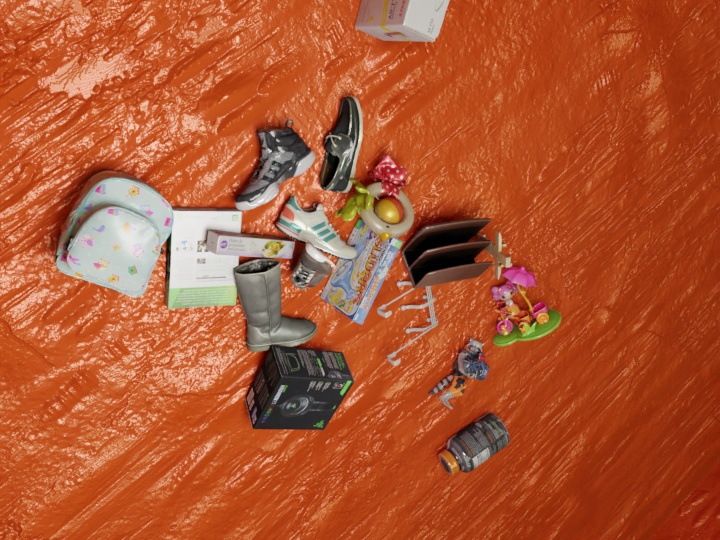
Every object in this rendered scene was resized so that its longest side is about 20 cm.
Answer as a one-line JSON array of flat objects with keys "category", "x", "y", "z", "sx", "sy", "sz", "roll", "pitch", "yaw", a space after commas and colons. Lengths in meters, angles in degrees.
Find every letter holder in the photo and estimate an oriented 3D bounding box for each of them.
[{"category": "letter holder", "x": 0.221, "y": -0.045, "z": 1.506, "sx": 0.197, "sy": 0.142, "sz": 0.102, "roll": -9, "pitch": 68, "yaw": -27}]

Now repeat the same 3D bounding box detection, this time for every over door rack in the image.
[{"category": "over door rack", "x": 0.109, "y": 0.110, "z": 1.548, "sx": 0.199, "sy": 0.066, "sz": 0.150, "roll": -37, "pitch": 124, "yaw": -39}]

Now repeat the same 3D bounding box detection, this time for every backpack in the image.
[{"category": "backpack", "x": -0.429, "y": -0.069, "z": 1.130, "sx": 0.174, "sy": 0.153, "sz": 0.203, "roll": 24, "pitch": 88, "yaw": -29}]

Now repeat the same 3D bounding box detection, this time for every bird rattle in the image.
[{"category": "bird rattle", "x": 0.046, "y": -0.144, "z": 1.366, "sx": 0.199, "sy": 0.113, "sz": 0.164, "roll": -31, "pitch": 81, "yaw": -45}]

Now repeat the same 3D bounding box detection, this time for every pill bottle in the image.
[{"category": "pill bottle", "x": 0.315, "y": 0.496, "z": 1.794, "sx": 0.198, "sy": 0.106, "sz": 0.108, "roll": -27, "pitch": 119, "yaw": -19}]

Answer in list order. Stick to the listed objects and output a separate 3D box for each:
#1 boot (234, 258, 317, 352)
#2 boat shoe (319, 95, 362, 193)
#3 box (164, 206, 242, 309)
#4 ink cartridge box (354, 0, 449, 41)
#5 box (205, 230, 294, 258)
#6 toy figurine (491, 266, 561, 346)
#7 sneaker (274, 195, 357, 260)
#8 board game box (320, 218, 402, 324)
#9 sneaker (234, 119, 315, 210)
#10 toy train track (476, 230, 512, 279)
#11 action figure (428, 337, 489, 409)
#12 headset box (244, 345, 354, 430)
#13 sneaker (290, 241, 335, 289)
[{"category": "boot", "x": -0.178, "y": 0.068, "z": 1.364, "sx": 0.179, "sy": 0.072, "sz": 0.203, "roll": -13, "pitch": 116, "yaw": -27}, {"category": "boat shoe", "x": -0.042, "y": -0.264, "z": 1.333, "sx": 0.067, "sy": 0.072, "sz": 0.203, "roll": 0, "pitch": 109, "yaw": -34}, {"category": "box", "x": -0.317, "y": -0.025, "z": 1.279, "sx": 0.142, "sy": 0.036, "sz": 0.204, "roll": -2, "pitch": 107, "yaw": -30}, {"category": "ink cartridge box", "x": 0.084, "y": -0.532, "z": 1.234, "sx": 0.082, "sy": 0.199, "sz": 0.147, "roll": 11, "pitch": 102, "yaw": -32}, {"category": "box", "x": -0.219, "y": -0.051, "z": 1.291, "sx": 0.198, "sy": 0.041, "sz": 0.039, "roll": 3, "pitch": 104, "yaw": -48}, {"category": "toy figurine", "x": 0.419, "y": 0.082, "z": 1.719, "sx": 0.197, "sy": 0.150, "sz": 0.186, "roll": -24, "pitch": 106, "yaw": 7}, {"category": "sneaker", "x": -0.082, "y": -0.092, "z": 1.362, "sx": 0.197, "sy": 0.070, "sz": 0.095, "roll": 23, "pitch": 91, "yaw": -23}, {"category": "board game box", "x": 0.000, "y": 0.000, "z": 1.412, "sx": 0.034, "sy": 0.135, "sz": 0.202, "roll": 23, "pitch": 94, "yaw": -42}, {"category": "sneaker", "x": -0.190, "y": -0.215, "z": 1.265, "sx": 0.200, "sy": 0.075, "sz": 0.115, "roll": -41, "pitch": 122, "yaw": -19}, {"category": "toy train track", "x": 0.331, "y": -0.053, "z": 1.551, "sx": 0.032, "sy": 0.200, "sz": 0.117, "roll": -6, "pitch": 111, "yaw": -9}, {"category": "action figure", "x": 0.263, "y": 0.267, "z": 1.687, "sx": 0.195, "sy": 0.104, "sz": 0.200, "roll": -59, "pitch": 149, "yaw": -6}, {"category": "headset box", "x": -0.132, "y": 0.268, "z": 1.424, "sx": 0.197, "sy": 0.093, "sz": 0.175, "roll": 10, "pitch": 125, "yaw": -33}, {"category": "sneaker", "x": -0.105, "y": 0.004, "z": 1.324, "sx": 0.077, "sy": 0.200, "sz": 0.082, "roll": 41, "pitch": 77, "yaw": 7}]
